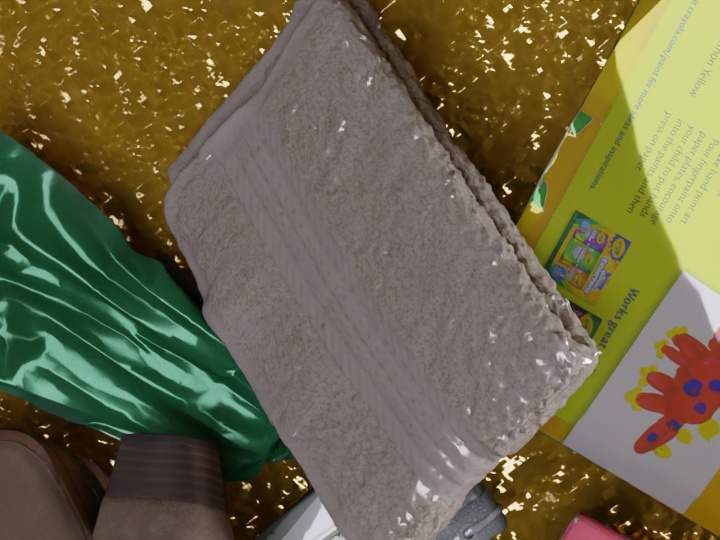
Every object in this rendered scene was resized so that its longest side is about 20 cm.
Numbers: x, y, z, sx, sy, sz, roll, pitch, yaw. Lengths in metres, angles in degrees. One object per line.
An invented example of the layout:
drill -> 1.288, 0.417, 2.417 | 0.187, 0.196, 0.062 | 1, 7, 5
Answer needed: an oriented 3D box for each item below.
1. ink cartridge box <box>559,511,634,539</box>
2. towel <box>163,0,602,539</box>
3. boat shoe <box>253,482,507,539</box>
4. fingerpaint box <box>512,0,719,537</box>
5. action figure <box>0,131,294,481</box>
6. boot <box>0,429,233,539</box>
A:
ink cartridge box -> 0.139, 0.206, 0.960 | 0.200, 0.083, 0.147 | 28, 82, 7
towel -> 0.000, 0.000, 0.944 | 0.133, 0.034, 0.200 | -49, 60, 30
boat shoe -> -0.029, 0.142, 1.021 | 0.202, 0.074, 0.065 | -42, 87, 14
fingerpaint box -> 0.151, -0.011, 0.929 | 0.167, 0.073, 0.200 | 30, 112, 6
action figure -> -0.095, 0.030, 1.017 | 0.200, 0.055, 0.118 | 28, 109, -1
boot -> -0.128, 0.142, 0.994 | 0.200, 0.070, 0.147 | -7, 69, 42
